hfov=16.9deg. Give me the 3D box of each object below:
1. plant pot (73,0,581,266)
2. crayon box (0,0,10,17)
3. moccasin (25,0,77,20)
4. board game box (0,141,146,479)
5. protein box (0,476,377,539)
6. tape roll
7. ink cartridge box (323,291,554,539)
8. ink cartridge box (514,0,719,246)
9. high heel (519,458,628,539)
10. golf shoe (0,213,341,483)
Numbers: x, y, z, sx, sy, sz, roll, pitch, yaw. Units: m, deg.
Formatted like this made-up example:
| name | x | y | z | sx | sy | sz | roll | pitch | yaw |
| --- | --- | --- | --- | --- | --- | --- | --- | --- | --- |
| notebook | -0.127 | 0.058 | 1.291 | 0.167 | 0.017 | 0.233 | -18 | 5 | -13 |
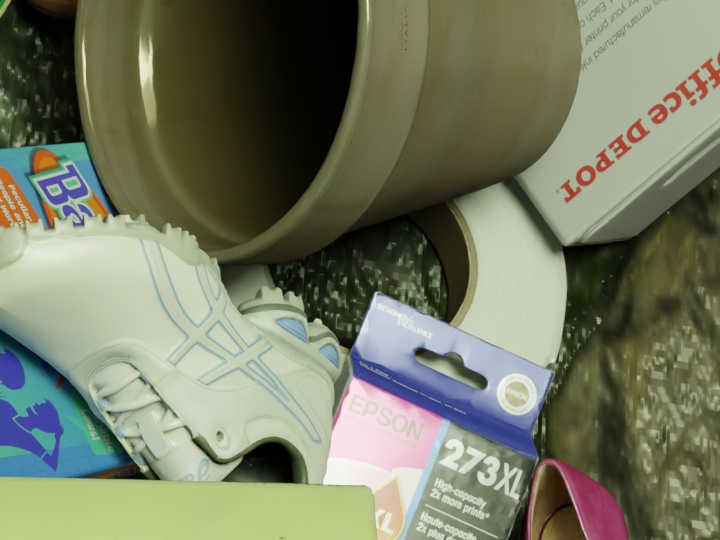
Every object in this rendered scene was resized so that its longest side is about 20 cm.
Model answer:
| name | x | y | z | sx | sy | sz | roll | pitch | yaw |
| --- | --- | --- | --- | --- | --- | --- | --- | --- | --- |
| plant pot | 0.000 | -0.101 | 1.071 | 0.173 | 0.200 | 0.201 | 0 | 64 | -41 |
| crayon box | -0.239 | -0.110 | 1.036 | 0.051 | 0.199 | 0.127 | 52 | 50 | -39 |
| moccasin | -0.125 | -0.213 | 1.180 | 0.073 | 0.078 | 0.202 | 21 | 61 | -7 |
| board game box | -0.147 | 0.024 | 1.013 | 0.200 | 0.045 | 0.153 | -11 | 70 | -58 |
| protein box | -0.101 | 0.180 | 0.779 | 0.199 | 0.135 | 0.200 | 3 | 65 | -17 |
| tape roll | 0.000 | 0.000 | 1.144 | 0.202 | 0.037 | 0.204 | 7 | 63 | -14 |
| ink cartridge box | 0.014 | 0.116 | 1.067 | 0.094 | 0.037 | 0.201 | 24 | 74 | -8 |
| ink cartridge box | 0.112 | -0.132 | 1.168 | 0.200 | 0.146 | 0.084 | 56 | 25 | 14 |
| high heel | 0.093 | 0.182 | 1.040 | 0.067 | 0.096 | 0.201 | -7 | 51 | 25 |
| golf shoe | -0.078 | 0.043 | 0.980 | 0.200 | 0.078 | 0.098 | 25 | 49 | -41 |
